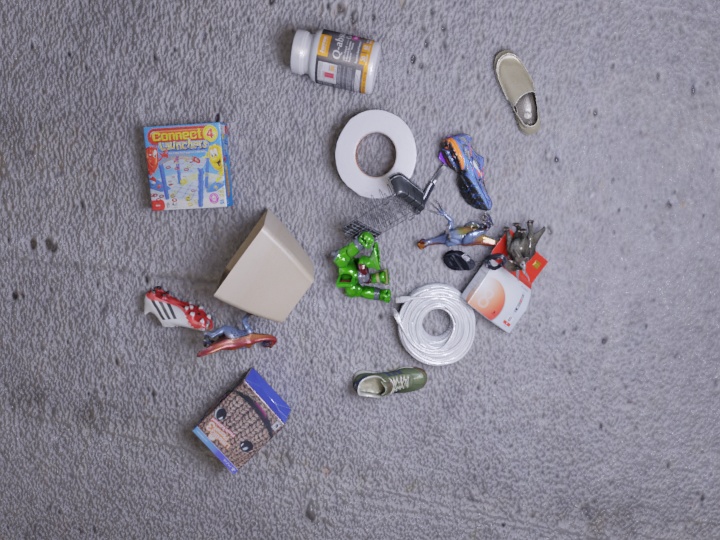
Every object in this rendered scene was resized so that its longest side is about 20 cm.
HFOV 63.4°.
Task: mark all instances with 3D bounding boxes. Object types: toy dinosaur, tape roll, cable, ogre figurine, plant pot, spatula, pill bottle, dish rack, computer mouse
[{"bbox_3d":[0.377,-0.057,1.360,0.075,0.199,0.106,3,111,31],"label":"toy dinosaur"},{"bbox_3d":[0.038,-0.277,1.396,0.193,0.066,0.208,1,99,3],"label":"tape roll"},{"bbox_3d":[0.189,0.134,1.457,0.194,0.069,0.206,-16,99,5],"label":"cable"},{"bbox_3d":[-0.300,0.183,1.451,0.176,0.203,0.107,13,128,-8],"label":"toy dinosaur"},{"bbox_3d":[0.000,0.000,1.424,0.116,0.201,0.101,-8,57,15],"label":"ogre figurine"},{"bbox_3d":[-0.217,0.003,1.408,0.175,0.201,0.201,37,101,-16],"label":"plant pot"},{"bbox_3d":[0.185,-0.225,1.417,0.055,0.021,0.203,25,104,-19],"label":"spatula"},{"bbox_3d":[-0.056,-0.484,1.340,0.193,0.117,0.120,13,101,1],"label":"pill bottle"},{"bbox_3d":[0.050,-0.139,1.378,0.197,0.152,0.056,-30,64,22],"label":"dish rack"},{"bbox_3d":[0.271,-0.030,1.379,0.034,0.197,0.059,-50,117,-25],"label":"computer mouse"},{"bbox_3d":[0.234,-0.072,1.412,0.179,0.106,0.202,-30,108,26],"label":"toy dinosaur"}]

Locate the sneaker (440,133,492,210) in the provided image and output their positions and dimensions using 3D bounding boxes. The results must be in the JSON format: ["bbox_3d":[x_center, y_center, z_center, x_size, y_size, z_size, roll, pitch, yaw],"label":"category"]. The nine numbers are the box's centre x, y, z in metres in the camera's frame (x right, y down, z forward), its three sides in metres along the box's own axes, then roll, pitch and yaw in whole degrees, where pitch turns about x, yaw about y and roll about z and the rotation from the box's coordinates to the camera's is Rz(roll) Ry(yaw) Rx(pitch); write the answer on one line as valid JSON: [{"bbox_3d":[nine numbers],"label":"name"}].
[{"bbox_3d":[0.269,-0.235,1.385,0.078,0.075,0.204,-34,108,-17],"label":"sneaker"}]

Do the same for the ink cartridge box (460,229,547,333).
[{"bbox_3d":[0.359,0.030,1.407,0.160,0.050,0.202,32,100,-25],"label":"ink cartridge box"}]

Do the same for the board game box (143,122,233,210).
[{"bbox_3d":[-0.422,-0.254,1.434,0.193,0.056,0.203,-3,100,4],"label":"board game box"}]

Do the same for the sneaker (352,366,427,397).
[{"bbox_3d":[0.075,0.292,1.480,0.193,0.090,0.070,-3,99,4],"label":"sneaker"}]

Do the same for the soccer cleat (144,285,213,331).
[{"bbox_3d":[-0.470,0.117,1.501,0.195,0.069,0.087,27,110,2],"label":"soccer cleat"}]

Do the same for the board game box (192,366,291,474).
[{"bbox_3d":[-0.306,0.389,1.519,0.200,0.097,0.160,-44,95,9],"label":"board game box"}]

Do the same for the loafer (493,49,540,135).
[{"bbox_3d":[0.371,-0.414,1.348,0.074,0.068,0.204,-26,97,8],"label":"loafer"}]
